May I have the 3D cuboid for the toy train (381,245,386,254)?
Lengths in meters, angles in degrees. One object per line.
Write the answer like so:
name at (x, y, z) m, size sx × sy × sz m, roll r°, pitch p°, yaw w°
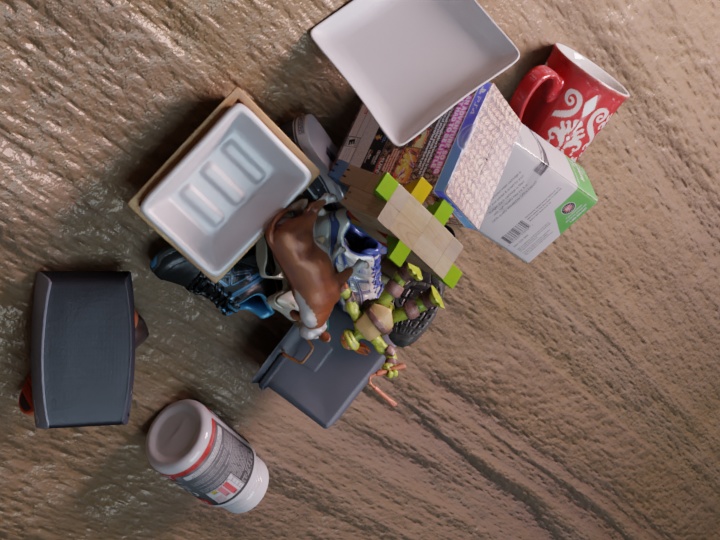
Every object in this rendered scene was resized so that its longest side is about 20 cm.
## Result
toy train at (-0.027, -0.036, 1.586) m, size 0.196 × 0.034 × 0.047 m, roll -9°, pitch 119°, yaw -8°

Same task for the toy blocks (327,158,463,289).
toy blocks at (0.035, -0.066, 1.392) m, size 0.200 × 0.136 × 0.101 m, roll 40°, pitch 81°, yaw -42°

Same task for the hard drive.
hard drive at (-0.353, 0.103, 1.418) m, size 0.132 × 0.042 × 0.204 m, roll 0°, pitch 96°, yaw -21°

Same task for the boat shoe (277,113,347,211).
boat shoe at (-0.059, -0.129, 1.507) m, size 0.067 × 0.073 × 0.201 m, roll -12°, pitch 142°, yaw 21°

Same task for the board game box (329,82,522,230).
board game box at (0.085, -0.160, 1.453) m, size 0.097 × 0.198 × 0.161 m, roll 41°, pitch 70°, yaw -47°

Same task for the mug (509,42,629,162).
mug at (0.271, -0.224, 1.641) m, size 0.175 × 0.134 × 0.201 m, roll 23°, pitch 114°, yaw -23°

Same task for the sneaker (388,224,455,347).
sneaker at (0.093, 0.032, 1.600) m, size 0.091 × 0.075 × 0.202 m, roll 81°, pitch 30°, yaw -55°

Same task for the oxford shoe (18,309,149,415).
oxford shoe at (-0.368, 0.132, 1.488) m, size 0.199 × 0.071 × 0.073 m, roll -39°, pitch 142°, yaw -4°

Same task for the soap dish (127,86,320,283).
soap dish at (-0.172, -0.109, 1.398) m, size 0.200 × 0.081 × 0.157 m, roll -45°, pitch 115°, yaw 3°

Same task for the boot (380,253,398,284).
boot at (0.081, -0.071, 1.656) m, size 0.174 × 0.066 × 0.202 m, roll 17°, pitch 111°, yaw -43°

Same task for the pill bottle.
pill bottle at (-0.227, 0.289, 1.681) m, size 0.116 × 0.116 × 0.200 m, roll -41°, pitch 137°, yaw 0°

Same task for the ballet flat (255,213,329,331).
ballet flat at (-0.105, 0.006, 1.517) m, size 0.072 × 0.067 × 0.203 m, roll -24°, pitch 102°, yaw -42°

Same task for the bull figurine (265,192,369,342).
bull figurine at (-0.057, -0.004, 1.424) m, size 0.122 × 0.064 × 0.202 m, roll -48°, pitch 136°, yaw -27°

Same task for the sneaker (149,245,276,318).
sneaker at (-0.191, 0.013, 1.499) m, size 0.198 × 0.083 × 0.073 m, roll 10°, pitch 145°, yaw -38°

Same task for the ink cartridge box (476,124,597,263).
ink cartridge box at (0.212, -0.122, 1.566) m, size 0.198 × 0.085 × 0.146 m, roll 30°, pitch 122°, yaw -31°

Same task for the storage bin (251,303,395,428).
storage bin at (-0.046, 0.128, 1.629) m, size 0.201 × 0.134 × 0.145 m, roll -52°, pitch 173°, yaw 9°

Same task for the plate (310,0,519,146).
plate at (0.068, -0.280, 1.400) m, size 0.199 × 0.201 × 0.032 m, roll -36°, pitch 163°, yaw -5°

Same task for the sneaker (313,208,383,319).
sneaker at (0.000, 0.000, 1.535) m, size 0.087 × 0.076 × 0.201 m, roll -20°, pitch 125°, yaw 28°

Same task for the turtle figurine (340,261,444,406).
turtle figurine at (0.034, 0.070, 1.508) m, size 0.160 × 0.201 × 0.064 m, roll -36°, pitch -179°, yaw 12°
